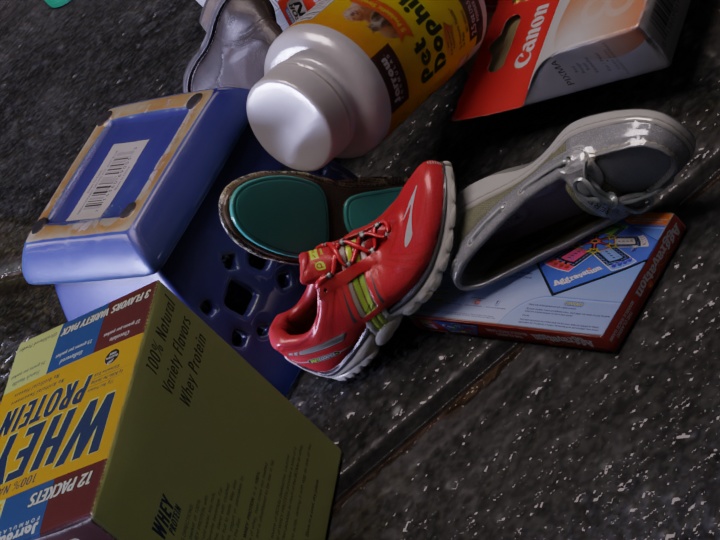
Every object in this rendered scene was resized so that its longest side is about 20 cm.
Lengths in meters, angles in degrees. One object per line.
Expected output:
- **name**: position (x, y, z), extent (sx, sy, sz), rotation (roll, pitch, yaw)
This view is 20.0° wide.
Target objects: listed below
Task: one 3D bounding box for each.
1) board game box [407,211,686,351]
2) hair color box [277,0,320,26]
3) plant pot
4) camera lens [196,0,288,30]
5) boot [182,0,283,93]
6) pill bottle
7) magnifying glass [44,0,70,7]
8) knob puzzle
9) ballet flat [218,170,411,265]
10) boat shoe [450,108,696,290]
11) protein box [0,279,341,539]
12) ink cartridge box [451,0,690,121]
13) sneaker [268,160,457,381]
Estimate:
- **board game box**: position (0.124, 0.002, 1.402), extent (0.200, 0.019, 0.103), rotation (5, 58, 52)
- **hair color box**: position (0.034, -0.250, 1.677), extent (0.111, 0.064, 0.200), rotation (-28, -2, -41)
- **plant pot**: position (-0.133, -0.024, 1.583), extent (0.199, 0.180, 0.201), rotation (-3, 50, 47)
- **camera lens**: position (-0.108, -0.317, 1.875), extent (0.160, 0.200, 0.160), rotation (-30, 34, 23)
- **boot**: position (-0.079, -0.138, 1.733), extent (0.069, 0.200, 0.174), rotation (-21, 55, -24)
- **pill bottle**: position (0.003, -0.158, 1.529), extent (0.109, 0.110, 0.200), rotation (-9, 28, 45)
- **magnifying glass**: position (-0.326, -0.379, 2.386), extent (0.079, 0.022, 0.201), rotation (-23, 39, 31)
- **knob puzzle**: position (0.153, -0.215, 1.611), extent (0.219, 0.030, 0.220), rotation (-30, 35, 23)
- **ballet flat**: position (-0.029, -0.038, 1.499), extent (0.075, 0.199, 0.068), rotation (-5, 88, 57)
- **boat shoe**: position (0.137, -0.045, 1.359), extent (0.201, 0.074, 0.065), rotation (-23, 44, 39)
- **protein box**: position (-0.137, 0.158, 1.353), extent (0.135, 0.200, 0.199), rotation (-23, 37, 31)
- **ink cartridge box**: position (0.156, -0.201, 1.515), extent (0.199, 0.050, 0.163), rotation (-10, 45, 39)
- **sneaker**: position (0.000, 0.000, 1.436), extent (0.200, 0.085, 0.077), rotation (-55, 26, 30)
